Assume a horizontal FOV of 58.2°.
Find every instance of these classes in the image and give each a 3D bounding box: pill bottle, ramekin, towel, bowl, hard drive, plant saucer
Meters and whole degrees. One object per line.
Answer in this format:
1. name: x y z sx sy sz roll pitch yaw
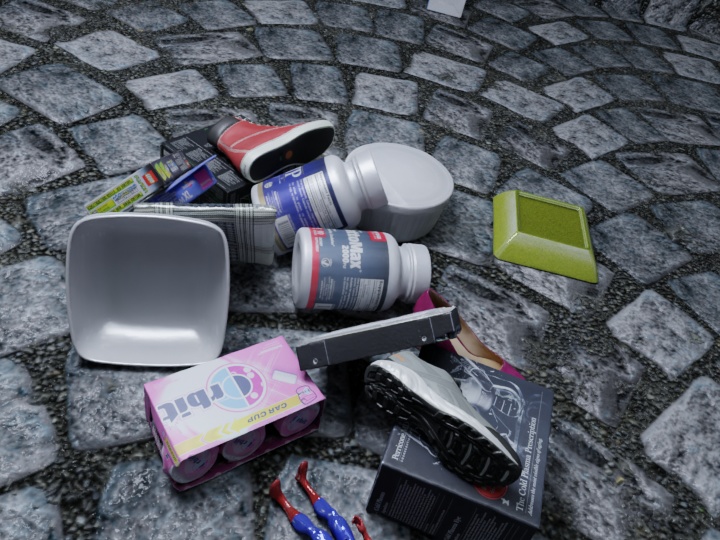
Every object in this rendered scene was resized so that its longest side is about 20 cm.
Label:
1. pill bottle: -0.062 -0.113 1.029 0.198 0.120 0.121 -20 45 4
2. ramekin: 0.061 -0.137 1.167 0.199 0.095 0.204 9 41 -8
3. towel: -0.217 -0.045 0.924 0.190 0.200 0.035 0 72 -11
4. bowl: -0.270 0.018 0.840 0.197 0.203 0.075 3 19 -12
5. hard drive: 0.029 0.085 0.835 0.197 0.038 0.140 -13 -3 12
6. plant saucer: 0.352 -0.079 1.222 0.197 0.048 0.201 14 41 0
7. pill bottle: 0.000 0.000 0.979 0.197 0.121 0.120 2 42 -14

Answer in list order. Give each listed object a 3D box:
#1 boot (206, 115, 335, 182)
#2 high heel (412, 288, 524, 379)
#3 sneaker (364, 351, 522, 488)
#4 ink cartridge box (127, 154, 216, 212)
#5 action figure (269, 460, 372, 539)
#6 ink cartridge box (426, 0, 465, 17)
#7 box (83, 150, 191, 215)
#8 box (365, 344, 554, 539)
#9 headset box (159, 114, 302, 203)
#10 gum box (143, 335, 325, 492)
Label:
1. boot: -0.151 -0.233 1.091 0.199 0.073 0.144 -28 55 -35
2. high heel: 0.160 0.108 0.922 0.198 0.097 0.068 26 42 13
3. sneaker: 0.098 0.155 0.715 0.199 0.075 0.079 37 41 26
4. ink cartridge box: -0.297 -0.100 0.967 0.042 0.199 0.119 55 43 -14
5. action figure: -0.022 0.299 0.699 0.065 0.052 0.200 -22 55 -39
6. ink cartridge box: 0.285 -0.897 2.093 0.114 0.067 0.201 14 41 1
7. box: -0.315 -0.123 0.938 0.109 0.035 0.200 -32 15 4
8. box: 0.125 0.216 0.786 0.180 0.105 0.201 19 41 7
9. headset box: -0.216 -0.175 1.130 0.173 0.094 0.199 34 45 22
10. gum box: -0.157 0.169 0.785 0.198 0.067 0.114 -17 49 -31
